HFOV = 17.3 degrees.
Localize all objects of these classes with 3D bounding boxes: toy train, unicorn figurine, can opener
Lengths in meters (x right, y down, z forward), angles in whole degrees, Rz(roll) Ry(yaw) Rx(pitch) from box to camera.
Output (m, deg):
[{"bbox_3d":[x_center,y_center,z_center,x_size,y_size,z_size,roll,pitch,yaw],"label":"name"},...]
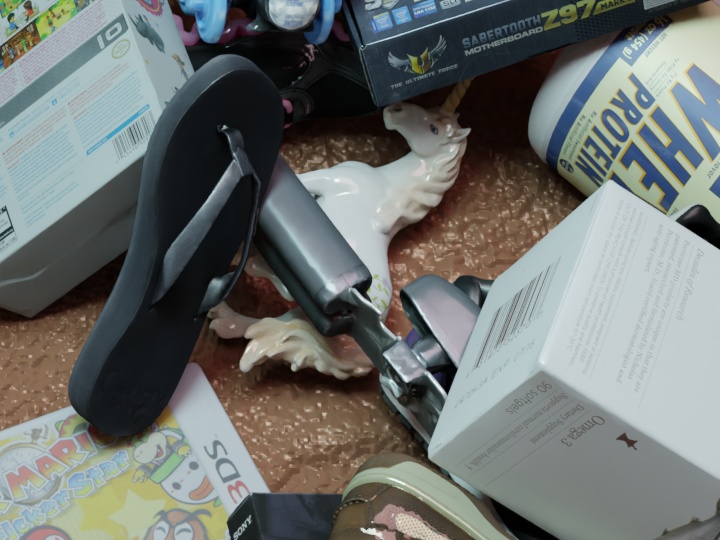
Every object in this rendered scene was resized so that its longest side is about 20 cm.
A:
[{"bbox_3d":[-0.061,-0.192,1.263,0.086,0.115,0.200,-1,22,-19],"label":"toy train"},{"bbox_3d":[-0.012,-0.027,1.292,0.137,0.074,0.201,8,71,-9],"label":"unicorn figurine"},{"bbox_3d":[0.000,0.000,1.207,0.067,0.053,0.200,-31,68,-16],"label":"can opener"}]

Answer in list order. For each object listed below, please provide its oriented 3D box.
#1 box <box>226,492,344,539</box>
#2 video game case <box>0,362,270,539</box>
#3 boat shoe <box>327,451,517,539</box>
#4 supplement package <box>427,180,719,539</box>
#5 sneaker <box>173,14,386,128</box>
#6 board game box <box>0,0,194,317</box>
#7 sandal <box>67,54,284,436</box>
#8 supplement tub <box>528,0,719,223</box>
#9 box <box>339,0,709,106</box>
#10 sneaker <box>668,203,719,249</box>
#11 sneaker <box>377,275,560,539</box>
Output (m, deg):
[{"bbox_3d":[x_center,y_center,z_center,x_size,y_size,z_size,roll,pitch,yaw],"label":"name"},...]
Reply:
[{"bbox_3d":[0.024,0.200,1.138,0.143,0.036,0.200,3,53,-30],"label":"box"},{"bbox_3d":[-0.128,0.151,1.162,0.199,0.023,0.182,-20,63,-25],"label":"video game case"},{"bbox_3d":[0.071,0.170,1.121,0.202,0.075,0.075,29,46,3],"label":"boat shoe"},{"bbox_3d":[0.155,0.074,1.124,0.200,0.117,0.118,31,54,-10],"label":"supplement package"},{"bbox_3d":[-0.080,-0.093,1.317,0.199,0.079,0.096,3,62,-3],"label":"sneaker"},{"bbox_3d":[-0.166,-0.100,1.248,0.064,0.147,0.200,26,36,-54],"label":"board game box"},{"bbox_3d":[-0.080,-0.008,1.167,0.043,0.201,0.076,30,16,39],"label":"sandal"},{"bbox_3d":[0.209,-0.065,1.317,0.200,0.145,0.145,41,57,15],"label":"supplement tub"},{"bbox_3d":[0.079,-0.185,1.289,0.199,0.051,0.158,-17,47,0],"label":"box"},{"bbox_3d":[0.224,0.038,1.221,0.200,0.080,0.074,28,49,0],"label":"sneaker"},{"bbox_3d":[0.091,0.083,1.192,0.076,0.088,0.200,2,38,-51],"label":"sneaker"}]
